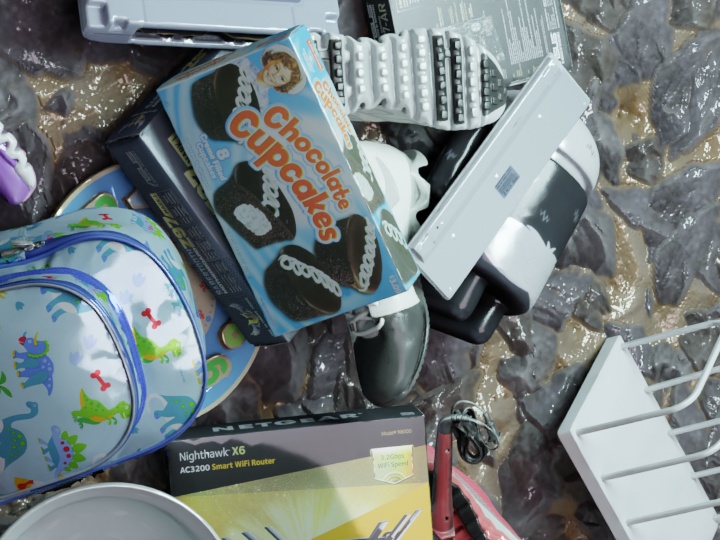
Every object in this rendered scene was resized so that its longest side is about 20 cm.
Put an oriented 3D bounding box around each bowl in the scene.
[{"bbox_3d":[-0.190,0.244,1.643,0.199,0.090,0.203,-2,98,-14],"label":"bowl"}]

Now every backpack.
[{"bbox_3d":[-0.207,0.060,1.567,0.198,0.147,0.184,-19,104,-1],"label":"backpack"}]

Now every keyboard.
[{"bbox_3d":[0.105,-0.072,1.704,0.201,0.011,0.056,-54,125,-18],"label":"keyboard"}]

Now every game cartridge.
[{"bbox_3d":[-0.116,-0.229,1.664,0.198,0.041,0.134,1,71,-25],"label":"game cartridge"}]

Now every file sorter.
[{"bbox_3d":[0.277,0.160,1.861,0.201,0.124,0.139,59,36,-19],"label":"file sorter"}]

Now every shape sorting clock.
[{"bbox_3d":[-0.154,0.017,1.689,0.198,0.039,0.202,-3,95,-29],"label":"shape sorting clock"}]

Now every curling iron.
[{"bbox_3d":[0.071,0.194,1.746,0.049,0.026,0.202,9,112,2],"label":"curling iron"}]

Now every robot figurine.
[{"bbox_3d":[0.105,-0.046,1.781,0.124,0.150,0.201,30,76,-3],"label":"robot figurine"}]

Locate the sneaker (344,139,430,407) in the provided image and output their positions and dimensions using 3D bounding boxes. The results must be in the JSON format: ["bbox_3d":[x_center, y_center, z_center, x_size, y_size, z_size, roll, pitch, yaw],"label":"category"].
[{"bbox_3d":[0.000,0.000,1.681,0.088,0.074,0.202,14,69,-42],"label":"sneaker"}]

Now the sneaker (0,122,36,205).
[{"bbox_3d":[-0.316,-0.103,1.574,0.200,0.080,0.089,40,82,-20],"label":"sneaker"}]

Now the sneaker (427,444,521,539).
[{"bbox_3d":[0.099,0.214,1.816,0.073,0.087,0.201,-34,108,15],"label":"sneaker"}]

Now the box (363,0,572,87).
[{"bbox_3d":[0.077,-0.239,1.795,0.159,0.043,0.202,-18,102,-27],"label":"box"}]

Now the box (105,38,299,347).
[{"bbox_3d":[-0.078,-0.068,1.700,0.201,0.051,0.158,54,54,-20],"label":"box"}]

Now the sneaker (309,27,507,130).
[{"bbox_3d":[0.015,-0.141,1.682,0.198,0.081,0.076,3,86,-26],"label":"sneaker"}]

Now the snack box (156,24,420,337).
[{"bbox_3d":[-0.051,-0.062,1.612,0.201,0.115,0.037,64,27,-13],"label":"snack box"}]

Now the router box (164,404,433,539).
[{"bbox_3d":[-0.045,0.192,1.718,0.198,0.052,0.159,-6,97,-7],"label":"router box"}]
